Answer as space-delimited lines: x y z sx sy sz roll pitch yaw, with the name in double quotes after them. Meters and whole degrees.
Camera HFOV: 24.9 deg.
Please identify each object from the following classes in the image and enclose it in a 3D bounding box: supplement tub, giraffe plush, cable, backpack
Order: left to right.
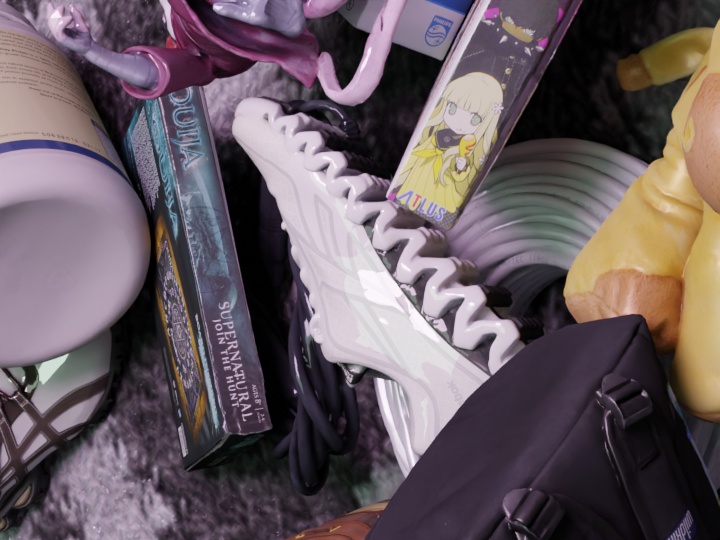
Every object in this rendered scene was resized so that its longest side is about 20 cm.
-0.216 -0.057 0.947 0.145 0.145 0.200 -54 43 23 "supplement tub"
-0.038 0.016 0.847 0.163 0.051 0.201 161 109 -65 "cable"
0.095 0.040 0.769 0.200 0.069 0.200 -38 65 30 "cable"
0.089 0.147 0.651 0.200 0.163 0.154 51 144 -15 "backpack"
0.171 -0.050 0.623 0.172 0.162 0.201 5 72 6 "giraffe plush"

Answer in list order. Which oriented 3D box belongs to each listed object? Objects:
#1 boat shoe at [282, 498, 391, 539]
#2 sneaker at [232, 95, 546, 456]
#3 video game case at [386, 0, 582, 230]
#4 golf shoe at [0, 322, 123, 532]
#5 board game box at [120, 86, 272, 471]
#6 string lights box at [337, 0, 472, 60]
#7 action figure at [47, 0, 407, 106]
-0.049 0.180 0.875 0.200 0.067 0.072 -34 69 32 "boat shoe"
0.000 0.000 0.733 0.081 0.075 0.200 -47 69 13 "sneaker"
0.074 -0.125 0.719 0.036 0.200 0.182 28 108 -2 "video game case"
-0.218 0.085 0.994 0.078 0.094 0.200 42 111 32 "golf shoe"
-0.093 0.003 0.896 0.135 0.028 0.201 139 120 -69 "board game box"
0.043 -0.218 0.803 0.200 0.059 0.103 -62 35 18 "string lights box"
-0.055 -0.136 0.759 0.149 0.200 0.134 25 76 -5 "action figure"
